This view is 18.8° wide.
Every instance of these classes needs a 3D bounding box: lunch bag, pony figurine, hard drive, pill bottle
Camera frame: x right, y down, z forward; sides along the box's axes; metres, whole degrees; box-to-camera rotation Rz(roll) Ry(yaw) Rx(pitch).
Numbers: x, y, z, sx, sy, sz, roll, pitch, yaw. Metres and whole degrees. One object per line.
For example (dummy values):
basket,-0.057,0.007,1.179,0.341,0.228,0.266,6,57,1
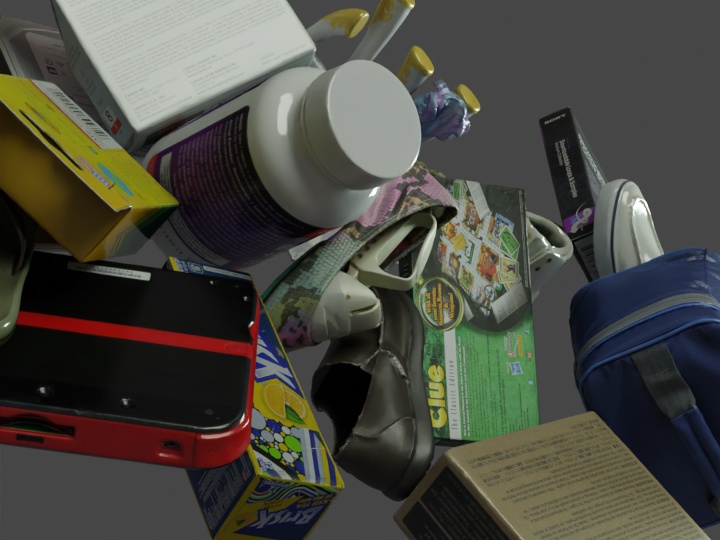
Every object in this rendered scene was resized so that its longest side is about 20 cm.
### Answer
lunch bag,0.245,0.102,1.626,0.200,0.136,0.132,59,18,-24
pony figurine,-0.012,-0.098,1.663,0.193,0.200,0.166,58,24,10
hard drive,-0.198,-0.105,1.593,0.139,0.038,0.200,11,37,-38
pill bottle,-0.054,-0.072,1.481,0.111,0.200,0.112,16,65,-37

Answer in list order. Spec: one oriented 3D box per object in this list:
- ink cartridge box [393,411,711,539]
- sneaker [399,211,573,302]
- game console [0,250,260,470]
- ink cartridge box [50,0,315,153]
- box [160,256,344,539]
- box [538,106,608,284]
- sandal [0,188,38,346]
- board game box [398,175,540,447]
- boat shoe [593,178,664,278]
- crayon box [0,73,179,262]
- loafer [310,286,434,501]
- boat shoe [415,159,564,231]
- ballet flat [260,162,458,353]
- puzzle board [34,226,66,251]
ink cartridge box,0.143,0.189,1.481,0.165,0.075,0.200,50,30,22
sneaker,0.084,0.001,1.662,0.074,0.116,0.200,49,32,20
game console,-0.163,0.050,1.331,0.199,0.031,0.177,9,32,-6
ink cartridge box,-0.151,-0.202,1.582,0.162,0.050,0.200,-27,77,-25
box,-0.083,0.084,1.400,0.070,0.064,0.200,13,36,-36
box,0.205,-0.033,1.861,0.143,0.036,0.200,59,13,-32
sandal,-0.236,-0.024,1.341,0.080,0.057,0.201,3,33,-13
board game box,0.078,0.031,1.585,0.104,0.023,0.201,9,69,-29
boat shoe,0.238,0.024,1.733,0.071,0.070,0.201,-9,90,-53
crayon box,-0.193,-0.066,1.384,0.127,0.051,0.200,44,5,3
loafer,0.003,0.070,1.507,0.071,0.073,0.200,21,30,-25
boat shoe,0.076,-0.053,1.790,0.200,0.063,0.073,26,29,-19
ballet flat,0.000,0.000,1.510,0.071,0.069,0.200,31,57,21
puzzle board,-0.294,-0.082,1.464,0.150,0.017,0.200,-1,44,-43
